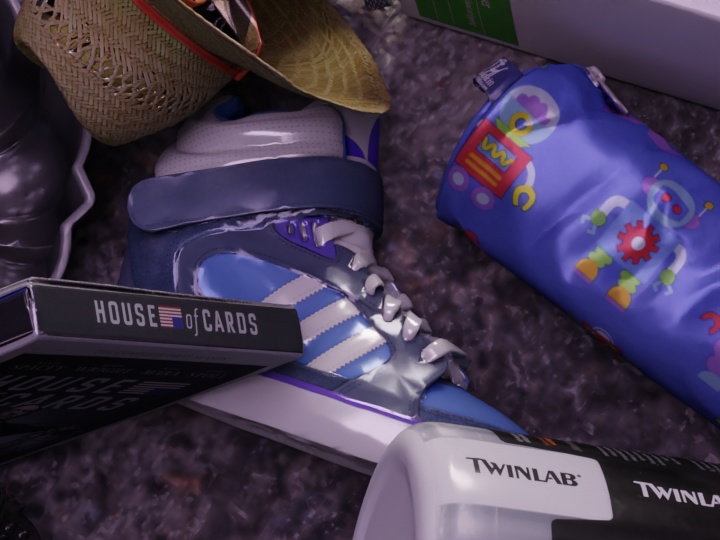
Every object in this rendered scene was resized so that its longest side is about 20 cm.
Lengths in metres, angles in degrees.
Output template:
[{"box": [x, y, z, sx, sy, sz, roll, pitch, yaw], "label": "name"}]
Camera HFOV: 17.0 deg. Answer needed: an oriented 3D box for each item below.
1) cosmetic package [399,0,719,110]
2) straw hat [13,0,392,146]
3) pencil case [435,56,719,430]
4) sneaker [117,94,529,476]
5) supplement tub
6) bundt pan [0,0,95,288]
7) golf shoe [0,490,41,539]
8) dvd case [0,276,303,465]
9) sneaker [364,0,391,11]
[{"box": [0.117, -0.130, 0.972, 0.199, 0.108, 0.085, 19, 77, 14], "label": "cosmetic package"}, {"box": [-0.088, -0.096, 0.940, 0.201, 0.201, 0.085, 46, 105, 17], "label": "straw hat"}, {"box": [0.122, -0.004, 0.948, 0.200, 0.078, 0.087, 38, 92, 15], "label": "pencil case"}, {"box": [0.000, 0.000, 0.962, 0.199, 0.081, 0.147, 17, 81, 18], "label": "sneaker"}, {"box": [0.101, 0.127, 0.868, 0.198, 0.123, 0.124, 8, 74, -13], "label": "supplement tub"}, {"box": [-0.208, -0.033, 0.991, 0.200, 0.076, 0.204, 2, 71, -5], "label": "bundt pan"}, {"box": [-0.217, 0.143, 0.938, 0.199, 0.095, 0.078, -20, 69, -29], "label": "golf shoe"}, {"box": [-0.142, 0.047, 0.892, 0.199, 0.150, 0.025, -20, 75, 33], "label": "dvd case"}, {"box": [-0.014, -0.151, 0.979, 0.077, 0.140, 0.201, -4, 46, 17], "label": "sneaker"}]
